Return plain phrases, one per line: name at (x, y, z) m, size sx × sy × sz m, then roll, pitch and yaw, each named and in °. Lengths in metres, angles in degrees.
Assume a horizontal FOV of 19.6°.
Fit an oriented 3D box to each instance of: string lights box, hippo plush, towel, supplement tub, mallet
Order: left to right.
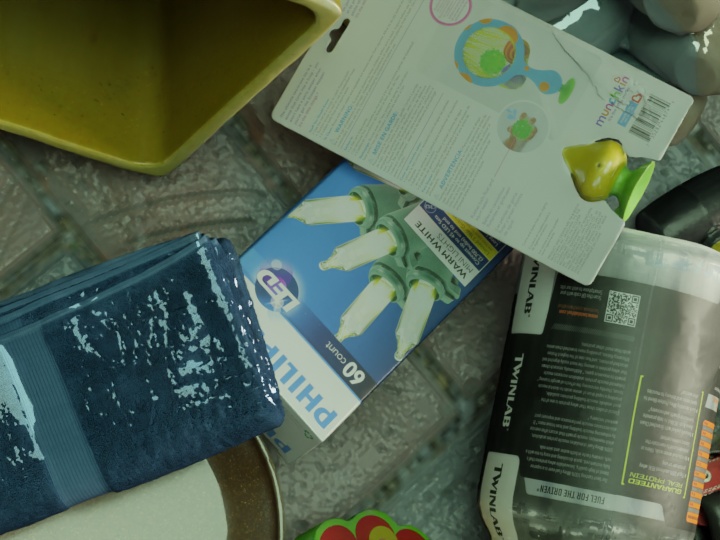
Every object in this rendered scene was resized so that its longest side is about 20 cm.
towel at (-0.144, 0.061, 1.051) m, size 0.199 × 0.049 × 0.112 m, roll -20°, pitch 91°, yaw 1°
string lights box at (0.000, 0.000, 1.146) m, size 0.103 × 0.059 × 0.200 m, roll 47°, pitch 62°, yaw -2°
supplement tub at (0.133, 0.082, 1.141) m, size 0.122 × 0.122 × 0.201 m, roll 13°, pitch 83°, yaw -12°
hippo plush at (0.143, -0.170, 1.198) m, size 0.159 × 0.200 × 0.161 m, roll 33°, pitch 48°, yaw -18°
mallet at (0.228, 0.025, 1.183) m, size 0.066 × 0.041 × 0.201 m, roll -23°, pitch 56°, yaw -9°

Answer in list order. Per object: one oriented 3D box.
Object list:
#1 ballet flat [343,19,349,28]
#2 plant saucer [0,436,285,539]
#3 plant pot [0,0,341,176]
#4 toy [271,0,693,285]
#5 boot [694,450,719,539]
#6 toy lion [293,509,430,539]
ballet flat at (0.007, -0.233, 1.207) m, size 0.066 × 0.057 × 0.201 m, roll 4°, pitch 79°, yaw -13°
plant saucer at (-0.141, 0.139, 1.112) m, size 0.199 × 0.037 × 0.202 m, roll 3°, pitch 78°, yaw -14°
plant pot at (-0.139, -0.198, 1.082) m, size 0.195 × 0.194 × 0.201 m, roll 17°, pitch 58°, yaw -29°
toy at (0.066, -0.083, 1.123) m, size 0.199 × 0.047 × 0.116 m, roll 28°, pitch 84°, yaw 19°
boot at (0.238, 0.082, 1.204) m, size 0.143 × 0.072 × 0.201 m, roll -1°, pitch 83°, yaw -13°
toy lion at (0.004, 0.230, 1.087) m, size 0.191 × 0.069 × 0.201 m, roll -11°, pitch 74°, yaw -46°
